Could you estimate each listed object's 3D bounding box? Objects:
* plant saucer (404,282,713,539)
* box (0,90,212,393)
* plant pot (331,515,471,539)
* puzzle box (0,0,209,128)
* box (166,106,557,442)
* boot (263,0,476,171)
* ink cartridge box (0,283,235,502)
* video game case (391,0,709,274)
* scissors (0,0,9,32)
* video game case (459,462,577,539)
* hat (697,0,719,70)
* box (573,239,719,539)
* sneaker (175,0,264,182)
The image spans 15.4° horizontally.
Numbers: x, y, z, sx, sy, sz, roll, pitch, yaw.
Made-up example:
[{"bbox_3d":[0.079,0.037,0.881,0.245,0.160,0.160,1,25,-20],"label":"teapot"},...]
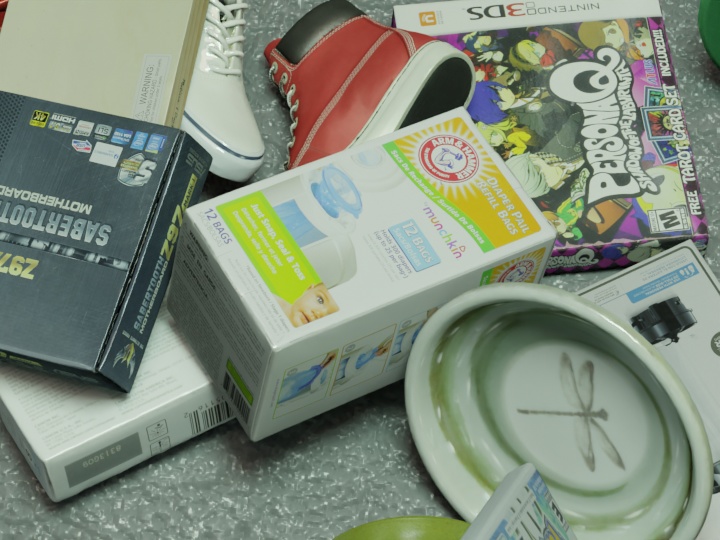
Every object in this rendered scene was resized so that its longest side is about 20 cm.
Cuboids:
[{"bbox_3d":[0.122,0.088,1.551,0.200,0.200,0.050,33,41,14],"label":"plant saucer"},{"bbox_3d":[-0.206,-0.024,1.609,0.200,0.051,0.158,13,77,25],"label":"box"},{"bbox_3d":[0.033,0.248,1.468,0.200,0.201,0.193,3,49,-2],"label":"plant pot"},{"bbox_3d":[-0.176,-0.101,1.673,0.133,0.025,0.200,5,71,21],"label":"puzzle box"},{"bbox_3d":[0.000,0.000,1.583,0.200,0.101,0.113,-21,61,-25],"label":"box"},{"bbox_3d":[-0.034,-0.079,1.710,0.144,0.072,0.200,27,78,39],"label":"boot"},{"bbox_3d":[-0.164,0.034,1.654,0.160,0.047,0.200,-25,49,-16],"label":"ink cartridge box"},{"bbox_3d":[0.121,-0.092,1.734,0.181,0.036,0.200,-5,62,-4],"label":"video game case"},{"bbox_3d":[-0.279,-0.167,1.766,0.199,0.014,0.073,-8,65,-7],"label":"scissors"},{"bbox_3d":[0.117,0.208,1.457,0.022,0.200,0.183,-30,91,14],"label":"video game case"},{"bbox_3d":[0.284,-0.232,1.768,0.200,0.166,0.176,26,34,-29],"label":"hat"},{"bbox_3d":[0.203,0.093,1.623,0.116,0.060,0.200,-23,65,-14],"label":"box"},{"bbox_3d":[-0.104,-0.147,1.710,0.073,0.071,0.200,9,44,-43],"label":"sneaker"}]
